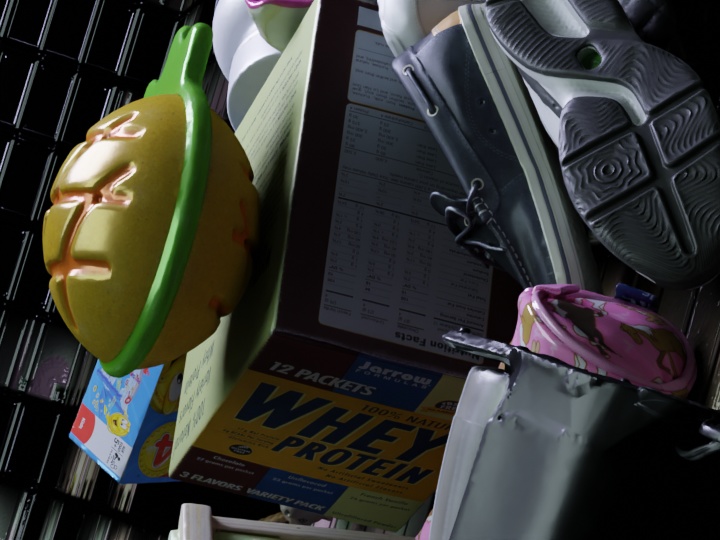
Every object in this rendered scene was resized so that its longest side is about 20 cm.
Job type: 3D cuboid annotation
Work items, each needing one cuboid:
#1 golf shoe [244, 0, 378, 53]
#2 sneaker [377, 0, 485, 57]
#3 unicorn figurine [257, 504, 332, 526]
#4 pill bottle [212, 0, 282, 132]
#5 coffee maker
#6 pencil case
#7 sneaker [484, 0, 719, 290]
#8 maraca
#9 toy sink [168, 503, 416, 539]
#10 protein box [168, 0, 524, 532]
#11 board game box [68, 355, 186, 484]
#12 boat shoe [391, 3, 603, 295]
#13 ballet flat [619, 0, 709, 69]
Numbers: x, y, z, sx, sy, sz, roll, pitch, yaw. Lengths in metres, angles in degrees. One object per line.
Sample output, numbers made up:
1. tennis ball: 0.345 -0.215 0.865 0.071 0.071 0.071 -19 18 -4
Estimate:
1. golf shoe: 0.017 -0.190 1.513 0.200 0.091 0.075 -51 50 8
2. sneaker: 0.091 -0.169 1.444 0.200 0.078 0.099 -43 21 -32
3. unicorn figurine: 0.001 0.088 1.701 0.200 0.074 0.137 -60 0 -8
4. pill bottle: -0.027 -0.160 1.709 0.200 0.119 0.120 -84 16 -47
5. coffee maker: 0.078 0.138 1.072 0.192 0.134 0.201 -163 90 -78
6. pencil case: 0.076 0.101 1.267 0.087 0.082 0.201 -94 24 -60
7. sneaker: 0.131 -0.051 1.310 0.075 0.115 0.201 -29 51 6
8. maraca: -0.103 -0.037 1.444 0.137 0.107 0.201 -52 26 43
9. toy sink: -0.049 0.193 1.386 0.130 0.199 0.112 -98 16 -66
10. protein box: 0.000 0.000 1.509 0.199 0.134 0.201 127 154 -58
11. board game box: -0.057 0.029 1.735 0.056 0.200 0.196 38 116 38
12. boat shoe: 0.069 -0.030 1.365 0.075 0.062 0.201 39 -151 -72
13. ballet flat: 0.170 -0.189 1.364 0.057 0.066 0.201 21 96 39
